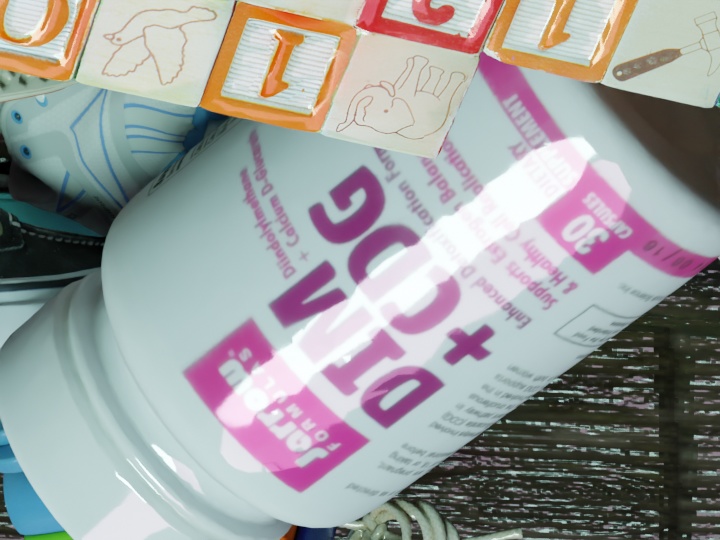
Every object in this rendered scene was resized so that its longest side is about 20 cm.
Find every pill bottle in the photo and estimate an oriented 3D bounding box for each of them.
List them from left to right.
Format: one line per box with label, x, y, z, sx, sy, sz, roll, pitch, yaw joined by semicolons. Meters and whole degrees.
pill bottle;0.000;0.000;0.818;0.200;0.114;0.113;-38;134;21

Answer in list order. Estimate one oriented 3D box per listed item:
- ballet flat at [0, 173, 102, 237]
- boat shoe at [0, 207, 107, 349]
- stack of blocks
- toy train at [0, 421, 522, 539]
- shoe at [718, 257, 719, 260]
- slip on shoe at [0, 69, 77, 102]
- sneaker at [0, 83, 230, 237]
ballet flat;-0.050;0.006;1.027;0.199;0.070;0.070;10;150;-1
boat shoe;-0.137;-0.005;0.882;0.072;0.071;0.200;-13;174;38
stack of blocks;0.018;-0.088;0.635;0.199;0.059;0.116;10;125;-18
toy train;-0.049;0.075;1.129;0.199;0.085;0.116;-10;134;25
shoe;0.124;-0.037;0.920;0.070;0.054;0.200;-4;149;15
slip on shoe;-0.152;-0.071;0.781;0.199;0.075;0.061;-10;-163;-43
sneaker;-0.075;-0.060;0.897;0.086;0.075;0.200;14;150;-4
